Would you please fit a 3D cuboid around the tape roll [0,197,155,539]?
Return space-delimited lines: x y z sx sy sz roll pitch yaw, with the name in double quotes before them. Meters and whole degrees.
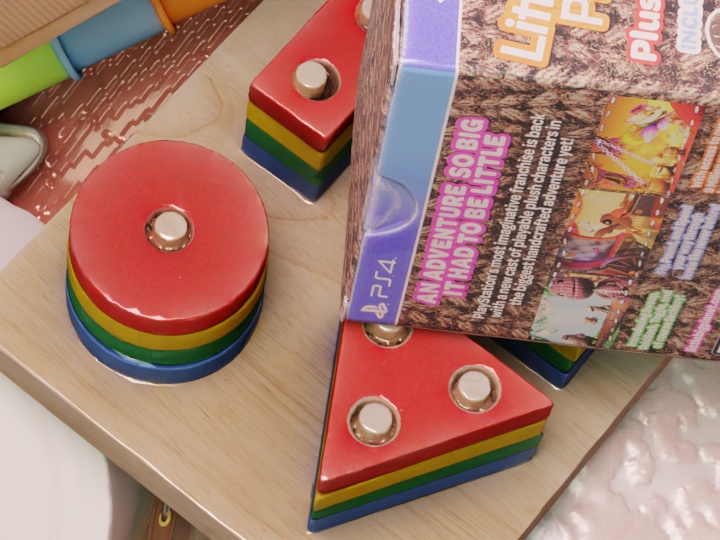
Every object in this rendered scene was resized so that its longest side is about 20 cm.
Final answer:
"tape roll" -0.179 0.069 1.061 0.201 0.071 0.204 4 107 12

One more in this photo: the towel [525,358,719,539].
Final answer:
"towel" 0.094 0.076 1.016 0.190 0.032 0.201 -20 76 -16

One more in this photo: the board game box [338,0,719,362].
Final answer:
"board game box" 0.101 -0.051 0.884 0.198 0.160 0.097 7 61 -4

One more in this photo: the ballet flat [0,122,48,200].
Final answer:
"ballet flat" -0.156 -0.079 1.102 0.075 0.068 0.202 1 93 -11

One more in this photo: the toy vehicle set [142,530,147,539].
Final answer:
"toy vehicle set" -0.058 0.128 1.111 0.200 0.027 0.124 43 98 5

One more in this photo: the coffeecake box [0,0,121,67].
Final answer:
"coffeecake box" -0.104 -0.197 0.957 0.153 0.073 0.201 -28 65 11

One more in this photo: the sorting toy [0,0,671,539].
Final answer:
"sorting toy" 0.000 0.000 0.975 0.200 0.070 0.199 37 64 12

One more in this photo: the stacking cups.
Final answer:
"stacking cups" -0.096 -0.098 1.032 0.199 0.061 0.061 -21 89 3

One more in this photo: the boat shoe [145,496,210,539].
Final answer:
"boat shoe" -0.043 0.029 1.062 0.067 0.072 0.201 -6 64 33
